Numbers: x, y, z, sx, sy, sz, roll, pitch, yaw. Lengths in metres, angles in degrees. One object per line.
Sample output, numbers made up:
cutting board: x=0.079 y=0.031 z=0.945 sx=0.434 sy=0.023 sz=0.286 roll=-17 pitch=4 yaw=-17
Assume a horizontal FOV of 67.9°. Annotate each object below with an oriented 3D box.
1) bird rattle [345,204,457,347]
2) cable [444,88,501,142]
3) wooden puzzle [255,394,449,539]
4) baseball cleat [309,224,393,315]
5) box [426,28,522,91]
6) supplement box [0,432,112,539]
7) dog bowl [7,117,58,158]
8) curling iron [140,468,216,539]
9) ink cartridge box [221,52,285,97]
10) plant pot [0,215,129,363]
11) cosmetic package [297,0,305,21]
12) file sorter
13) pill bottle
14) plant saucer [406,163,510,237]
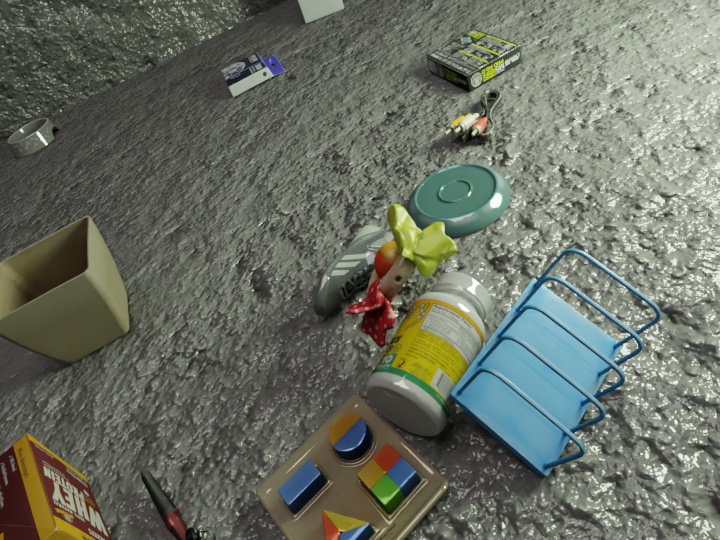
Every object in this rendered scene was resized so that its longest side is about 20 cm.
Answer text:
bird rattle: x=0.055 y=0.004 z=0.805 sx=0.111 sy=0.203 sz=0.164 roll=24 pitch=17 yaw=-6
cable: x=0.263 y=-0.337 z=1.137 sx=0.096 sy=0.051 sz=0.201 roll=16 pitch=56 yaw=36
wooden puzzle: x=-0.020 y=0.260 z=0.653 sx=0.185 sy=0.047 sz=0.199 roll=-41 pitch=43 yaw=-17
baseball cleat: x=0.000 y=0.000 z=0.901 sx=0.105 sy=0.070 sz=0.202 roll=16 pitch=58 yaw=29
box: x=0.280 y=-0.529 z=1.337 sx=0.158 sy=0.045 sz=0.201 roll=-30 pitch=41 yaw=-7
supplement box: x=-0.452 y=0.369 z=0.684 sx=0.199 sy=0.134 sz=0.196 roll=-42 pitch=43 yaw=-19
dog bowl: x=-1.280 y=-0.523 z=2.086 sx=0.195 sy=0.059 sz=0.203 roll=-13 pitch=42 yaw=12
curling iron: x=-0.245 y=0.322 z=0.711 sx=0.198 sy=0.025 sz=0.051 roll=21 pitch=95 yaw=44
ink cartridge box: x=-0.366 y=-0.678 z=1.812 sx=0.197 sy=0.044 sz=0.199 roll=-27 pitch=40 yaw=-4
plant pot: x=-0.557 y=0.055 z=1.030 sx=0.197 sy=0.179 sz=0.201 roll=-29 pitch=41 yaw=-5
cosmetic package: x=-0.170 y=-1.087 z=2.022 sx=0.163 sy=0.202 sz=0.169 roll=-17 pitch=40 yaw=7
file sorter: x=0.222 y=0.098 z=0.608 sx=0.138 sy=0.123 sz=0.200 roll=38 pitch=66 yaw=13
pill bottle: x=0.099 y=0.103 z=0.709 sx=0.111 sy=0.114 sz=0.201 roll=12 pitch=53 yaw=35
plant saucer: x=0.177 y=-0.139 z=0.991 sx=0.195 sy=0.028 sz=0.203 roll=-14 pitch=43 yaw=13
